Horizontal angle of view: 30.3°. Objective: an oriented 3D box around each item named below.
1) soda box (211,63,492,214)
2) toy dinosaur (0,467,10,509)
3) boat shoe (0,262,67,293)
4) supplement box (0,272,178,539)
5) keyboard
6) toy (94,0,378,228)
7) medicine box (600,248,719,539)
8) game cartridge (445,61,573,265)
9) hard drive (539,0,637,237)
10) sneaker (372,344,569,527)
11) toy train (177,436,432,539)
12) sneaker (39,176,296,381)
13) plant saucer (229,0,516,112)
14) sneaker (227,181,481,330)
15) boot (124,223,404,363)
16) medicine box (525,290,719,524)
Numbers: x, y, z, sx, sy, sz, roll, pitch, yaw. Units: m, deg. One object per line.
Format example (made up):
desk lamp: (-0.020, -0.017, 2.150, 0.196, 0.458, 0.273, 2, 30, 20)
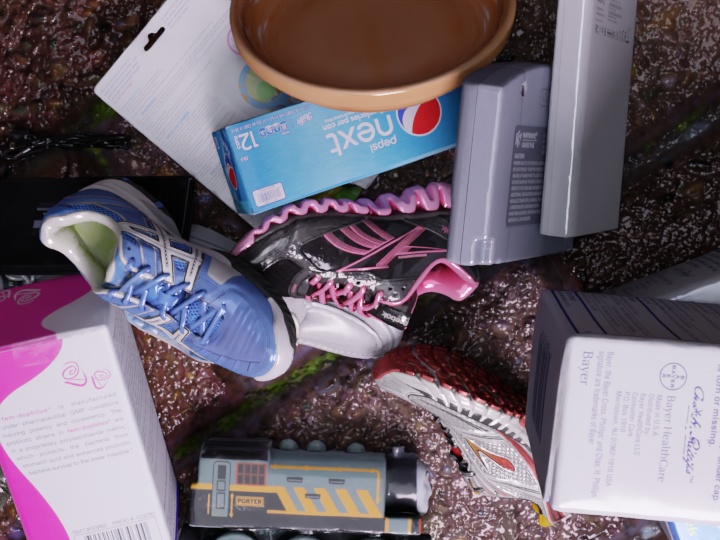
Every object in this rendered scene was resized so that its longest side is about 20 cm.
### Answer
soda box: (0.001, -0.100, 0.947, 0.199, 0.068, 0.065, -19, 97, -13)
toy dinosaur: (-0.324, 0.168, 1.028, 0.199, 0.077, 0.103, -23, 104, -22)
boat shoe: (-0.261, 0.011, 1.001, 0.198, 0.069, 0.073, -3, 97, 3)
supplement box: (-0.203, 0.114, 0.962, 0.100, 0.104, 0.201, -11, 117, -1)
keyboard: (-0.218, -0.053, 0.986, 0.198, 0.021, 0.128, 0, 64, 9)
toy: (-0.084, -0.111, 0.991, 0.200, 0.047, 0.115, 40, 91, -8)
medicine box: (0.287, 0.078, 0.970, 0.199, 0.103, 0.183, -21, 95, 5)
game cartridge: (0.112, -0.075, 0.917, 0.040, 0.200, 0.135, 12, 99, 25)
hard drive: (0.163, -0.128, 0.938, 0.026, 0.132, 0.202, 6, 97, 25)
sneaker: (0.091, 0.126, 0.986, 0.199, 0.078, 0.082, 33, 104, -13)
toy train: (-0.041, 0.186, 1.010, 0.198, 0.085, 0.115, 2, 87, 2)
sneaker: (-0.130, 0.013, 0.884, 0.199, 0.077, 0.076, 33, 115, 18)
plant saucer: (0.009, -0.174, 0.929, 0.198, 0.201, 0.038, -2, 137, 3)
sneaker: (0.000, 0.000, 0.942, 0.199, 0.079, 0.096, -12, 68, -23)
boot: (-0.073, 0.040, 0.975, 0.198, 0.096, 0.074, 19, 135, 6)
medicine box: (0.211, 0.082, 0.823, 0.198, 0.182, 0.104, 6, 97, 3)
